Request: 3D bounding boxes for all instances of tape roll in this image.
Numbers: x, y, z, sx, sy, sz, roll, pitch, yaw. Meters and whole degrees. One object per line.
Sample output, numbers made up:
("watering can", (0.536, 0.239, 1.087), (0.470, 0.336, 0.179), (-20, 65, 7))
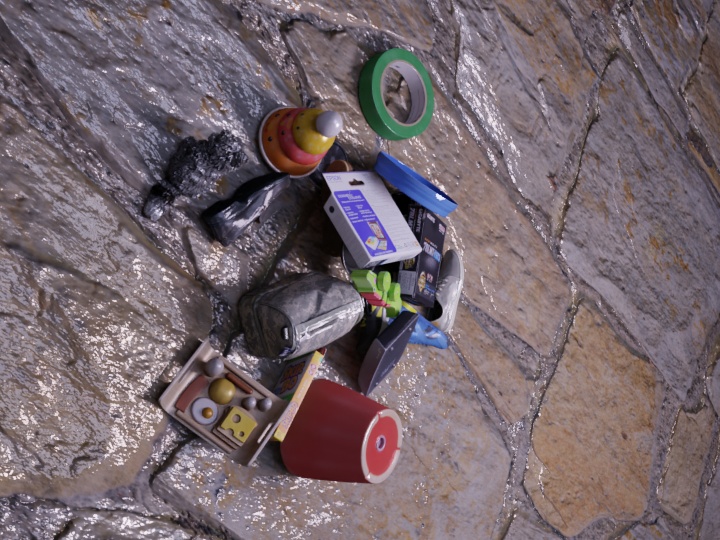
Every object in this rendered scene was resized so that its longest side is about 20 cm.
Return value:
("tape roll", (0.084, -0.398, 1.749), (0.199, 0.048, 0.202), (3, 86, -41))

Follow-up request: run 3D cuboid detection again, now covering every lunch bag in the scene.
("lunch bag", (-0.111, 0.088, 1.471), (0.199, 0.167, 0.140), (-21, 101, -40))

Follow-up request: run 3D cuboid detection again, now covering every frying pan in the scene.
("frying pan", (-0.045, -0.205, 1.640), (0.190, 0.031, 0.115), (43, 64, -29))
("frying pan", (0.009, -0.012, 1.600), (0.115, 0.031, 0.191), (-48, 131, -34))

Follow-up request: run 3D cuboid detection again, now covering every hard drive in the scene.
("hard drive", (0.054, 0.173, 1.621), (0.042, 0.201, 0.135), (37, 54, 15))

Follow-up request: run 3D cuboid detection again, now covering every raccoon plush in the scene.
("raccoon plush", (-0.278, -0.162, 1.355), (0.097, 0.133, 0.201), (39, 63, -35))

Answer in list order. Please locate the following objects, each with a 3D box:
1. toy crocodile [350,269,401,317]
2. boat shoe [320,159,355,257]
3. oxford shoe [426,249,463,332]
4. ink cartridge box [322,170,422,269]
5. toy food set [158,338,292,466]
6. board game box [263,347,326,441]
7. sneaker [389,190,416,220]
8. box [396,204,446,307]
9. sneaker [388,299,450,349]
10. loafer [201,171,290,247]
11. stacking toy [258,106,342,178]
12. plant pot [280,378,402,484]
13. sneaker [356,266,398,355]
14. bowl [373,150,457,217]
("toy crocodile", (0.032, 0.042, 1.523), (0.200, 0.067, 0.062), (44, 52, -64))
("boat shoe", (-0.038, -0.131, 1.607), (0.067, 0.072, 0.202), (-16, 112, -49))
("oxford shoe", (0.197, 0.044, 1.814), (0.057, 0.075, 0.202), (17, 78, -29))
("ink cartridge box", (0.017, -0.106, 1.545), (0.198, 0.043, 0.201), (-12, 70, -54))
("toy food set", (-0.240, 0.236, 1.381), (0.200, 0.060, 0.144), (38, 61, -5))
("board game box", (-0.136, 0.233, 1.487), (0.030, 0.095, 0.201), (40, 63, -23))
("sneaker", (0.106, -0.143, 1.730), (0.199, 0.087, 0.076), (-11, 94, -43))
("box", (0.136, -0.027, 1.711), (0.200, 0.049, 0.200), (29, 71, -70))
("sneaker", (0.124, 0.140, 1.755), (0.200, 0.066, 0.079), (38, 79, -35))
("loafer", (-0.208, -0.122, 1.466), (0.200, 0.073, 0.073), (-36, 120, -27))
("stacking toy", (-0.094, -0.267, 1.475), (0.145, 0.199, 0.147), (5, 80, -32))
("plant pot", (-0.028, 0.322, 1.499), (0.200, 0.176, 0.202), (-11, 103, -53))
("sneaker", (0.019, 0.083, 1.663), (0.084, 0.074, 0.201), (27, 69, -18))
("bowl", (0.114, -0.179, 1.622), (0.200, 0.201, 0.040), (25, 105, -38))
